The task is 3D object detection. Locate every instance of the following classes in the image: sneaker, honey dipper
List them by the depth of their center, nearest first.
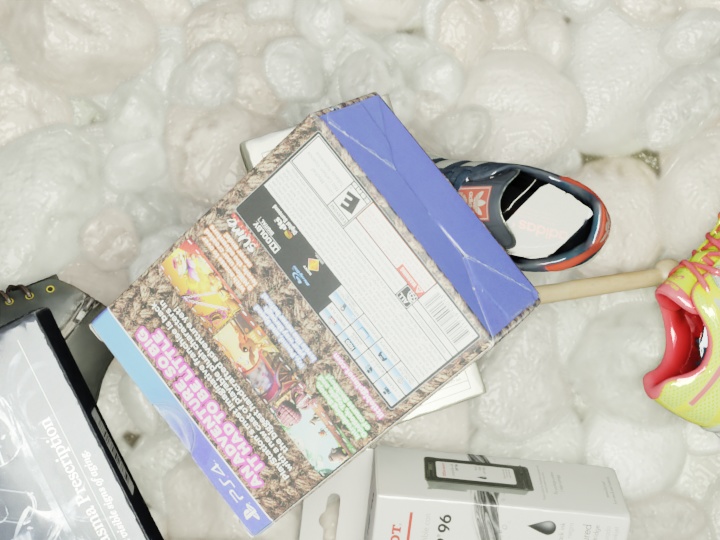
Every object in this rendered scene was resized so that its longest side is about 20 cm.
[{"bbox_3d":[0.055,-0.039,1.031,0.198,0.085,0.076,2,88,-3],"label":"sneaker"},{"bbox_3d":[0.131,0.015,1.093,0.199,0.038,0.038,-6,88,-31],"label":"honey dipper"},{"bbox_3d":[-0.252,0.033,1.095,0.199,0.075,0.107,29,81,-10],"label":"sneaker"},{"bbox_3d":[0.237,0.006,1.105,0.090,0.078,0.202,15,87,-19],"label":"sneaker"}]

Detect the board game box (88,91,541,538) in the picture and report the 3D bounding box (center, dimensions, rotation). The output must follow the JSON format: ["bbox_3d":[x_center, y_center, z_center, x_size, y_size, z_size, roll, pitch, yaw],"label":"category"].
[{"bbox_3d":[-0.026,0.025,0.991,0.200,0.097,0.160,-40,85,26],"label":"board game box"}]

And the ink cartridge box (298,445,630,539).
[{"bbox_3d":[0.060,0.181,1.083,0.198,0.068,0.117,5,111,-3],"label":"ink cartridge box"}]

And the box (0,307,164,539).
[{"bbox_3d":[-0.224,0.151,1.006,0.181,0.104,0.201,-27,94,-5],"label":"box"}]

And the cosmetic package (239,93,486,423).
[{"bbox_3d":[0.000,0.000,1.104,0.103,0.073,0.202,-17,88,-4],"label":"cosmetic package"}]
